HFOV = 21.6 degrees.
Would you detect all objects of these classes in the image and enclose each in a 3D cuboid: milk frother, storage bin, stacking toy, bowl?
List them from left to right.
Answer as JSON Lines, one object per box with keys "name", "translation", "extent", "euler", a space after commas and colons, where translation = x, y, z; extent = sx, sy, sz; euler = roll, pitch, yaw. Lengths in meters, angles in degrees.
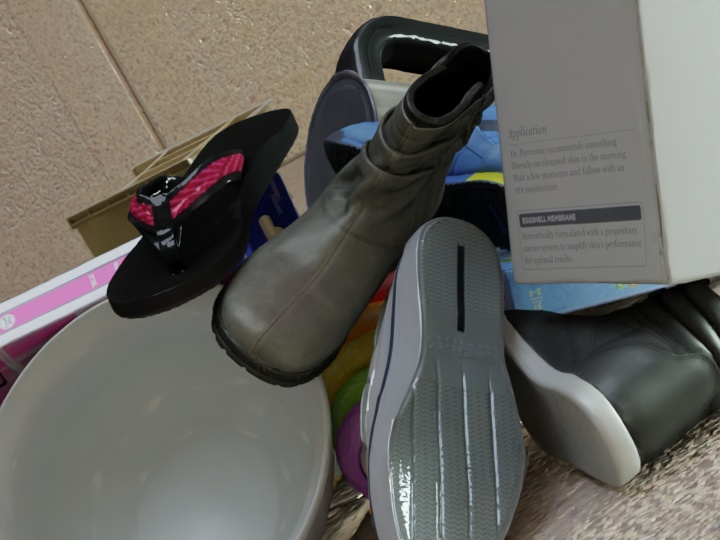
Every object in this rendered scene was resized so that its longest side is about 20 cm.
{"name": "bowl", "translation": [-0.092, 0.115, 0.981], "extent": [0.200, 0.202, 0.090], "euler": [-28, -32, 9]}
{"name": "storage bin", "translation": [-0.091, -0.001, 1.410], "extent": [0.198, 0.201, 0.094], "euler": [-20, 14, 47]}
{"name": "stacking toy", "translation": [0.021, 0.078, 0.987], "extent": [0.115, 0.111, 0.201], "euler": [0, 30, -7]}
{"name": "milk frother", "translation": [0.047, -0.056, 1.321], "extent": [0.186, 0.201, 0.181], "euler": [5, 39, -24]}

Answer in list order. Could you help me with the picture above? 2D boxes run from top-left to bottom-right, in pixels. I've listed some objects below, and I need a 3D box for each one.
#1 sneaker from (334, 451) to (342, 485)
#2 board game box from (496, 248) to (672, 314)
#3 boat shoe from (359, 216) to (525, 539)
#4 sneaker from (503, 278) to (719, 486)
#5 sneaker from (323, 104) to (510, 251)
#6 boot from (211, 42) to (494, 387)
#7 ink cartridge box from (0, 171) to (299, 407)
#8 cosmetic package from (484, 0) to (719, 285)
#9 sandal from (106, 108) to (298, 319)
{"name": "sneaker", "translation": [-0.009, 0.070, 1.123], "extent": [0.199, 0.088, 0.076], "euler": [-30, 7, -15]}
{"name": "board game box", "translation": [0.123, -0.003, 1.139], "extent": [0.150, 0.037, 0.200], "euler": [-14, 4, -15]}
{"name": "boat shoe", "translation": [0.036, 0.071, 0.897], "extent": [0.067, 0.073, 0.201], "euler": [125, 161, -49]}
{"name": "sneaker", "translation": [0.126, 0.042, 0.918], "extent": [0.099, 0.071, 0.200], "euler": [-29, 14, -8]}
{"name": "sneaker", "translation": [0.061, -0.065, 1.120], "extent": [0.199, 0.066, 0.079], "euler": [14, 54, 48]}
{"name": "boot", "translation": [0.003, -0.038, 0.936], "extent": [0.200, 0.067, 0.131], "euler": [-48, -9, -51]}
{"name": "ink cartridge box", "translation": [-0.117, 0.025, 1.046], "extent": [0.199, 0.095, 0.037], "euler": [-27, 51, -3]}
{"name": "cosmetic package", "translation": [0.173, -0.104, 0.908], "extent": [0.198, 0.202, 0.123], "euler": [-7, 4, -31]}
{"name": "sandal", "translation": [-0.086, -0.041, 0.978], "extent": [0.074, 0.045, 0.201], "euler": [-13, 29, 23]}
